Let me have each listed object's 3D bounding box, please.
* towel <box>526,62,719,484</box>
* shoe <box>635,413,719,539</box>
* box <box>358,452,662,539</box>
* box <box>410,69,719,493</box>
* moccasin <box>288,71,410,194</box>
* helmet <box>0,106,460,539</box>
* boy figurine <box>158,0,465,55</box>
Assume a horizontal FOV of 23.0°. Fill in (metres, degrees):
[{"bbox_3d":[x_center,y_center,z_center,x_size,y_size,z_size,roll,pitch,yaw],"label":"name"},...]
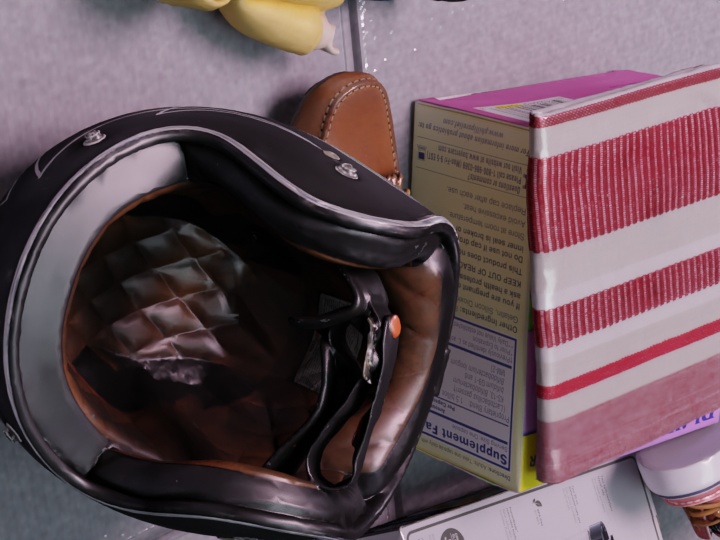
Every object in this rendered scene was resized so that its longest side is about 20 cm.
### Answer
[{"bbox_3d":[0.142,0.000,0.937,0.144,0.023,0.201,-18,113,-35],"label":"towel"},{"bbox_3d":[0.224,0.130,1.097,0.200,0.071,0.091,-33,109,-68],"label":"shoe"},{"bbox_3d":[0.093,0.183,1.026,0.199,0.060,0.117,-13,85,-40],"label":"box"},{"bbox_3d":[0.121,-0.001,0.997,0.175,0.096,0.201,-12,112,-40],"label":"box"},{"bbox_3d":[-0.001,0.000,0.897,0.073,0.078,0.203,-10,110,-40],"label":"moccasin"},{"bbox_3d":[-0.068,0.020,0.767,0.200,0.190,0.201,16,90,-74],"label":"helmet"},{"bbox_3d":[-0.029,-0.162,0.831,0.199,0.064,0.125,-11,113,-44],"label":"boy figurine"}]
